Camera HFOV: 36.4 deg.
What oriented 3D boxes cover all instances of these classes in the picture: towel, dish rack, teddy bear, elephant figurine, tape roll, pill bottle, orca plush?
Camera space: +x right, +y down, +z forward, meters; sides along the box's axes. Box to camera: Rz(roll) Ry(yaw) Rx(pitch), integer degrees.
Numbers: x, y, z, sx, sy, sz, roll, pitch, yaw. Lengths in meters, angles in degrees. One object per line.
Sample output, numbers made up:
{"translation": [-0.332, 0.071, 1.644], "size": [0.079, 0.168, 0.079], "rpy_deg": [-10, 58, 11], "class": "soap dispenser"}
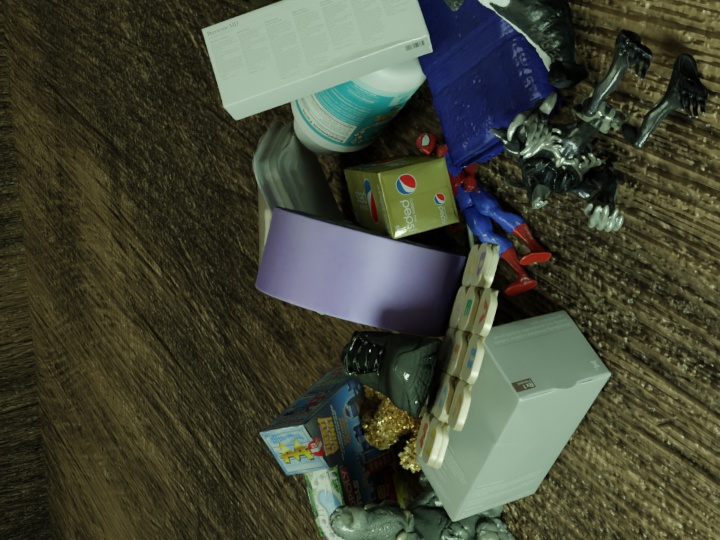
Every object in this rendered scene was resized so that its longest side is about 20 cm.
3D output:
{"translation": [0.111, -0.211, 1.005], "size": [0.148, 0.049, 0.201], "rpy_deg": [-30, 73, 53], "class": "towel"}
{"translation": [-0.054, -0.068, 1.248], "size": [0.172, 0.043, 0.200], "rpy_deg": [-75, -36, -62], "class": "dish rack"}
{"translation": [0.050, 0.141, 1.196], "size": [0.200, 0.067, 0.146], "rpy_deg": [13, 88, 64], "class": "teddy bear"}
{"translation": [0.046, 0.283, 1.130], "size": [0.141, 0.200, 0.156], "rpy_deg": [-18, 90, 59], "class": "elephant figurine"}
{"translation": [0.000, 0.000, 1.102], "size": [0.200, 0.199, 0.085], "rpy_deg": [21, 96, 58], "class": "tape roll"}
{"translation": [-0.006, -0.197, 1.152], "size": [0.200, 0.110, 0.111], "rpy_deg": [-44, 62, 58], "class": "pill bottle"}
{"translation": [0.124, -0.242, 0.893], "size": [0.071, 0.105, 0.201], "rpy_deg": [120, 131, -65], "class": "orca plush"}

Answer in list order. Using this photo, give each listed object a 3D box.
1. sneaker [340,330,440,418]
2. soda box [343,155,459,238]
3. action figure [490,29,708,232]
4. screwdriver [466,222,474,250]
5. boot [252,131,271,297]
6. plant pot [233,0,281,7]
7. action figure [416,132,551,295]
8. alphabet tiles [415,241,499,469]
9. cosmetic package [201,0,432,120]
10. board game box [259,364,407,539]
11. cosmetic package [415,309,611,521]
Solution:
{"translation": [0.025, 0.091, 1.032], "size": [0.200, 0.090, 0.076], "rpy_deg": [94, -165, -82], "class": "sneaker"}
{"translation": [0.037, -0.077, 1.094], "size": [0.200, 0.068, 0.064], "rpy_deg": [-146, 41, -78], "class": "soda box"}
{"translation": [0.171, -0.097, 0.860], "size": [0.119, 0.102, 0.200], "rpy_deg": [35, 140, -5], "class": "action figure"}
{"translation": [0.120, 0.033, 1.096], "size": [0.029, 0.028, 0.201], "rpy_deg": [-84, -14, -86], "class": "screwdriver"}
{"translation": [-0.111, -0.079, 1.451], "size": [0.200, 0.070, 0.147], "rpy_deg": [115, 141, -47], "class": "boot"}
{"translation": [-0.072, -0.362, 1.085], "size": [0.200, 0.200, 0.184], "rpy_deg": [2, 91, 61], "class": "plant pot"}
{"translation": [0.108, -0.067, 1.060], "size": [0.200, 0.052, 0.066], "rpy_deg": [60, 150, 36], "class": "action figure"}
{"translation": [0.085, 0.073, 0.977], "size": [0.196, 0.015, 0.201], "rpy_deg": [-174, 100, -86], "class": "alphabet tiles"}
{"translation": [-0.040, -0.214, 1.023], "size": [0.051, 0.199, 0.083], "rpy_deg": [39, -146, -79], "class": "cosmetic package"}
{"translation": [-0.030, 0.215, 1.260], "size": [0.062, 0.200, 0.201], "rpy_deg": [-15, 86, 27], "class": "board game box"}
{"translation": [0.137, 0.137, 1.018], "size": [0.090, 0.107, 0.200], "rpy_deg": [57, 143, 36], "class": "cosmetic package"}
